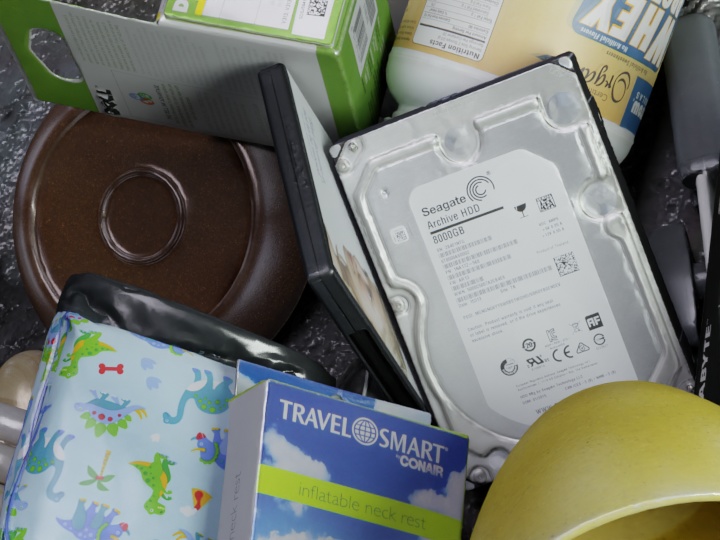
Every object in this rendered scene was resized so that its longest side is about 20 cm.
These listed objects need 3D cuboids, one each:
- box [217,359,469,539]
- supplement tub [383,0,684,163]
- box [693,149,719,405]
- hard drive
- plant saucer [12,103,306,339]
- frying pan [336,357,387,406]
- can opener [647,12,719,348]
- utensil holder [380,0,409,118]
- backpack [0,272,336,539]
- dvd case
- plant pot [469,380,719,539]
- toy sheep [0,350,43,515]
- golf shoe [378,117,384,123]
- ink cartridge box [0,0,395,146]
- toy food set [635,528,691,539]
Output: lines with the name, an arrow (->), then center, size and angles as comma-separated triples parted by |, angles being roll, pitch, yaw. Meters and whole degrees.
box -> -0.011, 0.144, 1.295 | 0.048, 0.122, 0.200 | -33, 45, 54
supplement tub -> 0.099, -0.139, 1.454 | 0.145, 0.145, 0.200 | 20, 91, 35
box -> 0.215, -0.001, 1.292 | 0.049, 0.160, 0.200 | 10, 78, -11
hard drive -> 0.083, 0.001, 1.380 | 0.140, 0.038, 0.200 | -20, 96, 12
plant saucer -> -0.121, -0.031, 1.527 | 0.200, 0.032, 0.201 | -1, 87, 23
frying pan -> -0.019, 0.125, 1.381 | 0.190, 0.031, 0.115 | -79, 16, -51
can opener -> 0.181, -0.053, 1.440 | 0.066, 0.053, 0.200 | -9, 54, 16
utensil holder -> -0.009, -0.210, 1.542 | 0.170, 0.200, 0.170 | -15, 52, 20
backpack -> -0.114, 0.115, 1.360 | 0.163, 0.154, 0.200 | 22, 80, 0
dvd case -> 0.000, 0.000, 1.397 | 0.018, 0.200, 0.143 | -21, 53, 9
plant pot -> 0.130, 0.133, 1.208 | 0.200, 0.200, 0.142 | -25, 36, 9
toy sheep -> -0.205, 0.140, 1.453 | 0.138, 0.138, 0.200 | 12, 79, 32
golf shoe -> -0.066, -0.081, 1.560 | 0.200, 0.088, 0.077 | 8, 61, 29
ink cartridge box -> -0.090, -0.136, 1.435 | 0.200, 0.148, 0.076 | 11, 71, 10
toy food set -> 0.137, 0.190, 1.303 | 0.143, 0.060, 0.200 | 12, 66, 20
